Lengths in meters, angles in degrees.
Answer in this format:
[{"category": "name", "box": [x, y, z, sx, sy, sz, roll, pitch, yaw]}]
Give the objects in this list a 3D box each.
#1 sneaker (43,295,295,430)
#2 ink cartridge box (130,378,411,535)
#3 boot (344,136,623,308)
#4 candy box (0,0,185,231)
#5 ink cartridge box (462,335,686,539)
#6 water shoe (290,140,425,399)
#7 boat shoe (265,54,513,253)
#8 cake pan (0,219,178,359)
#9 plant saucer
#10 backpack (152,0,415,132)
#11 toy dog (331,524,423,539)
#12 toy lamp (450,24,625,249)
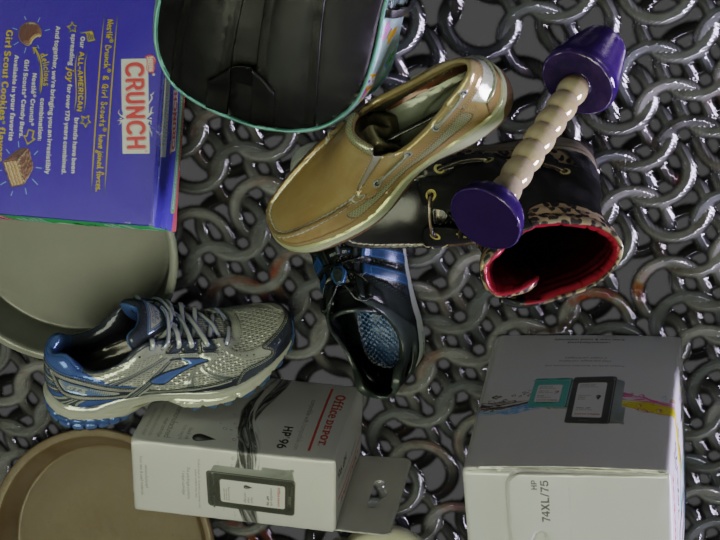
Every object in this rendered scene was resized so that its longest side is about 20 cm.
[{"category": "sneaker", "box": [-0.146, 0.059, 1.543, 0.200, 0.077, 0.085, -17, 135, -8]}, {"category": "ink cartridge box", "box": [-0.066, 0.139, 1.578, 0.199, 0.116, 0.068, 6, 118, 8]}, {"category": "boot", "box": [0.081, -0.031, 1.424, 0.199, 0.151, 0.073, -7, 117, -4]}, {"category": "candy box", "box": [-0.230, -0.119, 1.479, 0.199, 0.077, 0.170, 5, 91, 10]}, {"category": "ink cartridge box", "box": [0.161, 0.157, 1.493, 0.146, 0.200, 0.147, 0, 116, 12]}, {"category": "water shoe", "box": [0.000, 0.000, 1.518, 0.071, 0.079, 0.200, -16, 111, 18]}, {"category": "boat shoe", "box": [0.006, -0.086, 1.394, 0.200, 0.076, 0.072, -38, 67, 16]}, {"category": "cake pan", "box": [-0.233, -0.025, 1.577, 0.200, 0.037, 0.201, 4, 116, 9]}, {"category": "plant saucer", "box": [-0.209, 0.225, 1.669, 0.200, 0.029, 0.201, 2, 96, 16]}, {"category": "backpack", "box": [-0.047, -0.200, 1.388, 0.175, 0.153, 0.200, 15, 106, 6]}, {"category": "toy dog", "box": [0.014, 0.322, 1.657, 0.200, 0.140, 0.194, 45, 79, -10]}, {"category": "toy lamp", "box": [0.125, -0.097, 1.381, 0.058, 0.200, 0.058, 22, 140, 20]}]
